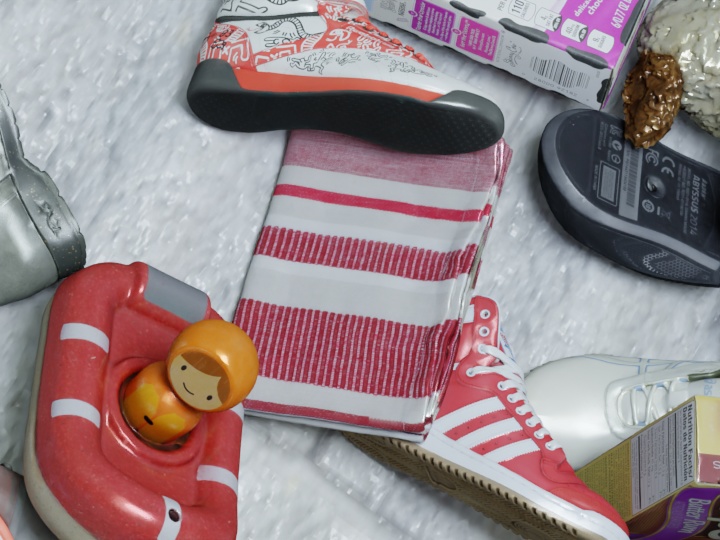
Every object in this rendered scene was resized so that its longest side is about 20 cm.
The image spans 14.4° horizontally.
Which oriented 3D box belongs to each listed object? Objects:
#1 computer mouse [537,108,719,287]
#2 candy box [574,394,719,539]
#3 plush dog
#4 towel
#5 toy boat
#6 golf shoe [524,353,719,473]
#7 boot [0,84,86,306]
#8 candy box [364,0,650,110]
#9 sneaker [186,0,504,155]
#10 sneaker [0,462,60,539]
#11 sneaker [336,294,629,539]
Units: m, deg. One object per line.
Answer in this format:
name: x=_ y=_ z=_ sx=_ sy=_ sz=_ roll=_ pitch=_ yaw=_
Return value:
computer mouse: x=0.187 y=-0.029 z=1.814 sx=0.199 sy=0.053 sz=0.139 roll=28 pitch=51 yaw=-17
candy box: x=0.208 y=0.130 z=1.686 sx=0.116 sy=0.200 sz=0.057 roll=7 pitch=71 yaw=-18
plush dog: x=0.255 y=-0.126 z=1.811 sx=0.171 sy=0.161 sz=0.200 roll=21 pitch=33 yaw=19
towel: x=0.000 y=0.000 z=1.714 sx=0.143 sy=0.023 sz=0.201 roll=7 pitch=66 yaw=21
toy boat: x=-0.106 y=0.073 z=1.603 sx=0.130 sy=0.131 sz=0.201 roll=27 pitch=46 yaw=-28
golf shoe: x=0.185 y=0.079 z=1.753 sx=0.199 sy=0.097 sz=0.079 roll=-2 pitch=75 yaw=-19
boot: x=-0.258 y=-0.054 z=1.659 sx=0.130 sy=0.068 sz=0.201 roll=-28 pitch=82 yaw=-19
candy box: x=0.089 y=-0.204 z=1.804 sx=0.199 sy=0.061 sz=0.137 roll=22 pitch=65 yaw=6
sneaker: x=-0.001 y=-0.135 z=1.734 sx=0.200 sy=0.067 sz=0.108 roll=6 pitch=61 yaw=19
sneaker: x=-0.189 y=0.150 z=1.620 sx=0.200 sy=0.077 sz=0.082 roll=52 pitch=46 yaw=-4
sneaker: x=0.091 y=0.087 z=1.693 sx=0.199 sy=0.071 sz=0.113 roll=27 pitch=70 yaw=21
